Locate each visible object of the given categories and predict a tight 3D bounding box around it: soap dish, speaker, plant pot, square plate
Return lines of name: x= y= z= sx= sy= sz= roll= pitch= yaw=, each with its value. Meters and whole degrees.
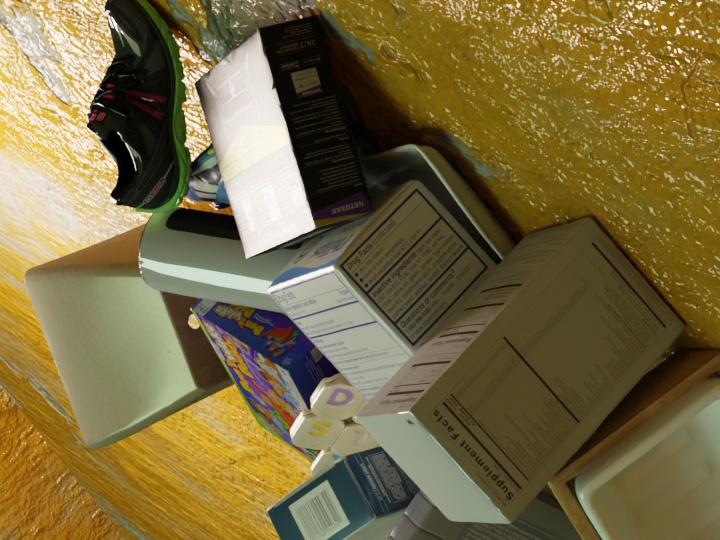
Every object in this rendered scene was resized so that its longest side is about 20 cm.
soap dish: x=0.234 y=0.167 z=1.338 sx=0.200 sy=0.157 sz=0.081 roll=57 pitch=174 yaw=-32
speaker: x=-0.094 y=-0.006 z=1.618 sx=0.200 sy=0.081 sz=0.081 roll=10 pitch=146 yaw=26
plant pot: x=-0.189 y=0.050 z=1.864 sx=0.177 sy=0.200 sz=0.200 roll=-14 pitch=98 yaw=47
square plate: x=0.069 y=-0.024 z=1.461 sx=0.200 sy=0.028 sz=0.198 roll=50 pitch=161 yaw=-15

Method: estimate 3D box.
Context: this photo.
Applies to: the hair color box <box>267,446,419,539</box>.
hair color box: x=0.022 y=0.191 z=1.554 sx=0.100 sy=0.200 sz=0.061 roll=-37 pitch=73 yaw=31

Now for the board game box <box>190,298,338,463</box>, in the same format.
board game box: x=-0.068 y=0.107 z=1.703 sx=0.134 sy=0.045 sz=0.200 roll=30 pitch=157 yaw=36

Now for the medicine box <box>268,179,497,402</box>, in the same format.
medicine box: x=0.047 y=0.044 z=1.444 sx=0.200 sy=0.103 sz=0.182 roll=48 pitch=161 yaw=-9

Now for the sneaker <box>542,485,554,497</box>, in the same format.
sneaker: x=0.150 y=0.197 z=1.555 sx=0.115 sy=0.201 sz=0.076 roll=27 pitch=178 yaw=-37

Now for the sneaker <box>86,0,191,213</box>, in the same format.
sneaker: x=-0.201 y=-0.149 z=1.599 sx=0.077 sy=0.084 sz=0.200 roll=-3 pitch=96 yaw=63

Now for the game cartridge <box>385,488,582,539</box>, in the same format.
game cartridge: x=0.108 y=0.231 z=1.470 sx=0.200 sy=0.130 sz=0.038 roll=30 pitch=-179 yaw=-37

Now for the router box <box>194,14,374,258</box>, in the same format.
router box: x=-0.064 y=-0.101 z=1.442 sx=0.200 sy=0.052 sz=0.158 roll=163 pitch=91 yaw=-70

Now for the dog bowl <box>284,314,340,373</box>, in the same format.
dog bowl: x=-0.015 y=0.087 z=1.746 sx=0.200 sy=0.079 sz=0.200 roll=39 pitch=162 yaw=16

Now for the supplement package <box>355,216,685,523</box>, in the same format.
supplement package: x=0.113 y=0.073 z=1.303 sx=0.114 sy=0.200 sz=0.110 roll=48 pitch=161 yaw=-9

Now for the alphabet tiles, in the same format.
alphabet tiles: x=0.043 y=0.143 z=1.640 sx=0.200 sy=0.015 sz=0.196 roll=13 pitch=135 yaw=-21

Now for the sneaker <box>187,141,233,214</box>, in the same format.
sneaker: x=-0.109 y=-0.085 z=1.639 sx=0.082 sy=0.074 sz=0.200 roll=46 pitch=162 yaw=-10
